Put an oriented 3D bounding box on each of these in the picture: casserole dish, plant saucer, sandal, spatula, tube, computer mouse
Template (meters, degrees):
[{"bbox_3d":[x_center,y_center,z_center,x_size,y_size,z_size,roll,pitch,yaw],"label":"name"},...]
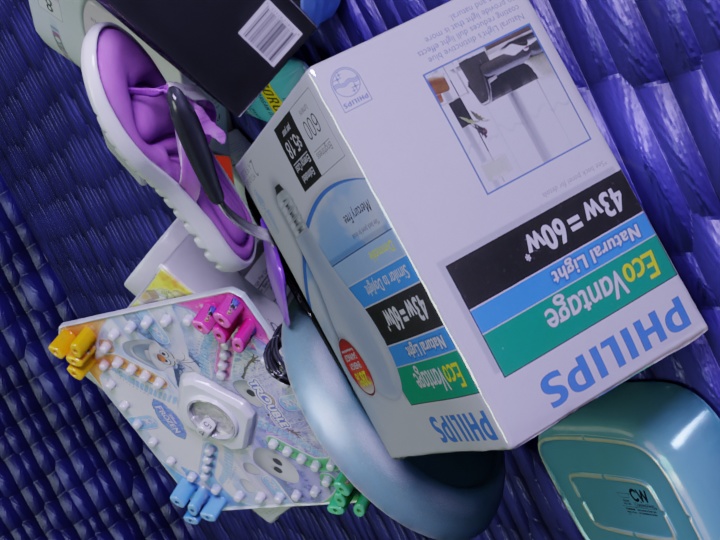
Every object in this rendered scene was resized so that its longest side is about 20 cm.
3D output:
[{"bbox_3d":[0.161,0.125,0.750,0.122,0.039,0.200,61,161,-4],"label":"casserole dish"},{"bbox_3d":[0.031,0.084,0.875,0.027,0.200,0.201,-41,75,27],"label":"plant saucer"},{"bbox_3d":[-0.102,-0.078,0.793,0.203,0.050,0.083,57,-158,-50],"label":"sandal"},{"bbox_3d":[-0.074,-0.036,0.774,0.200,0.020,0.057,62,-176,-50],"label":"spatula"},{"bbox_3d":[-0.072,-0.136,0.952,0.200,0.050,0.078,27,162,51],"label":"tube"},{"bbox_3d":[-0.012,0.055,0.914,0.034,0.200,0.059,-40,74,27],"label":"computer mouse"}]

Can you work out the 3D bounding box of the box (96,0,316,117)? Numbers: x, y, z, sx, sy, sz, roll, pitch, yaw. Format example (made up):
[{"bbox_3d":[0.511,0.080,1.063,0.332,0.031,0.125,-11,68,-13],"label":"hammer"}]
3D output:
[{"bbox_3d":[-0.137,-0.194,0.753,0.200,0.079,0.141,40,-177,-45],"label":"box"}]

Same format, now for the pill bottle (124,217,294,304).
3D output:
[{"bbox_3d":[-0.081,0.038,1.047,0.200,0.114,0.114,40,163,-6],"label":"pill bottle"}]

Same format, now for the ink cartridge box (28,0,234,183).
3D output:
[{"bbox_3d":[-0.169,-0.134,0.979,0.162,0.057,0.201,34,145,22],"label":"ink cartridge box"}]

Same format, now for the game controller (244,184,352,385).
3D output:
[{"bbox_3d":[0.000,0.000,0.856,0.200,0.104,0.042,58,133,34],"label":"game controller"}]

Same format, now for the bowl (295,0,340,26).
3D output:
[{"bbox_3d":[-0.075,-0.238,0.829,0.201,0.039,0.201,51,159,27],"label":"bowl"}]

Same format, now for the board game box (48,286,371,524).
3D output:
[{"bbox_3d":[-0.108,0.108,0.957,0.199,0.026,0.200,-11,122,40],"label":"board game box"}]

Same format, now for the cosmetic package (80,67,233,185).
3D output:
[{"bbox_3d":[-0.179,-0.179,1.100,0.074,0.101,0.201,43,154,38],"label":"cosmetic package"}]

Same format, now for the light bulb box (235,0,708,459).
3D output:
[{"bbox_3d":[0.047,-0.016,0.701,0.201,0.124,0.198,62,162,1],"label":"light bulb box"}]

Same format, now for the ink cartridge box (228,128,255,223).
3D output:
[{"bbox_3d":[-0.059,0.005,1.153,0.200,0.040,0.200,45,156,38],"label":"ink cartridge box"}]

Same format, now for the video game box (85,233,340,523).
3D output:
[{"bbox_3d":[-0.096,0.087,0.982,0.200,0.047,0.182,40,141,-7],"label":"video game box"}]
